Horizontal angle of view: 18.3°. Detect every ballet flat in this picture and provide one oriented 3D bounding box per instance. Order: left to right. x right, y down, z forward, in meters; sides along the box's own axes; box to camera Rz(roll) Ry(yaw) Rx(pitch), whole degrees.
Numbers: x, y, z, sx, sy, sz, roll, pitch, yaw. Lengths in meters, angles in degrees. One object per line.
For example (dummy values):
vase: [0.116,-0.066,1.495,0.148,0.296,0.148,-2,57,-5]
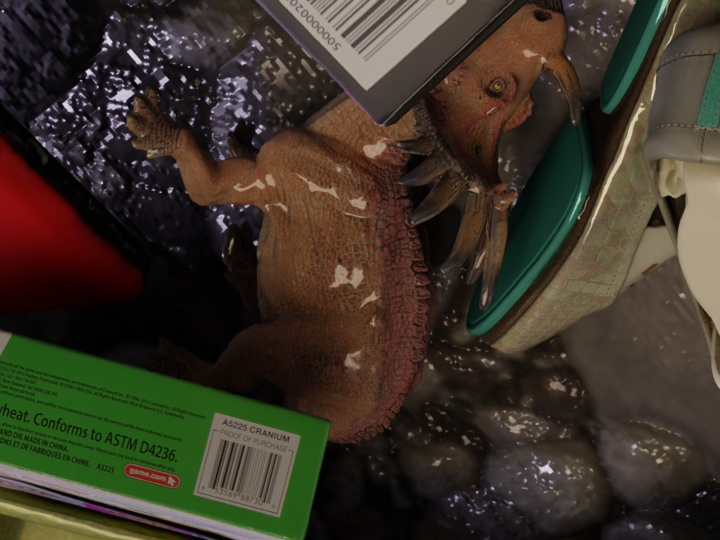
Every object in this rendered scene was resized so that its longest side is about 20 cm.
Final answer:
ballet flat: [0.098,-0.040,0.726,0.062,0.068,0.200,20,126,-8]
ballet flat: [0.125,0.007,0.700,0.067,0.064,0.200,3,144,25]

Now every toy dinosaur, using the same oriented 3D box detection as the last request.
toy dinosaur: [0.000,0.000,0.757,0.135,0.086,0.200,16,121,22]

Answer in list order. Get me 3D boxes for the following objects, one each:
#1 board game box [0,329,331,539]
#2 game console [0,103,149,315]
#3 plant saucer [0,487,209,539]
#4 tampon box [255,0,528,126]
board game box: [-0.103,0.056,0.769,0.153,0.200,0.040,16,81,-10]
game console: [-0.180,-0.071,0.753,0.200,0.119,0.172,-5,147,30]
plant saucer: [-0.070,0.171,0.832,0.199,0.048,0.200,15,119,-2]
tampon box: [0.025,-0.165,0.594,0.150,0.200,0.126,45,124,-8]
